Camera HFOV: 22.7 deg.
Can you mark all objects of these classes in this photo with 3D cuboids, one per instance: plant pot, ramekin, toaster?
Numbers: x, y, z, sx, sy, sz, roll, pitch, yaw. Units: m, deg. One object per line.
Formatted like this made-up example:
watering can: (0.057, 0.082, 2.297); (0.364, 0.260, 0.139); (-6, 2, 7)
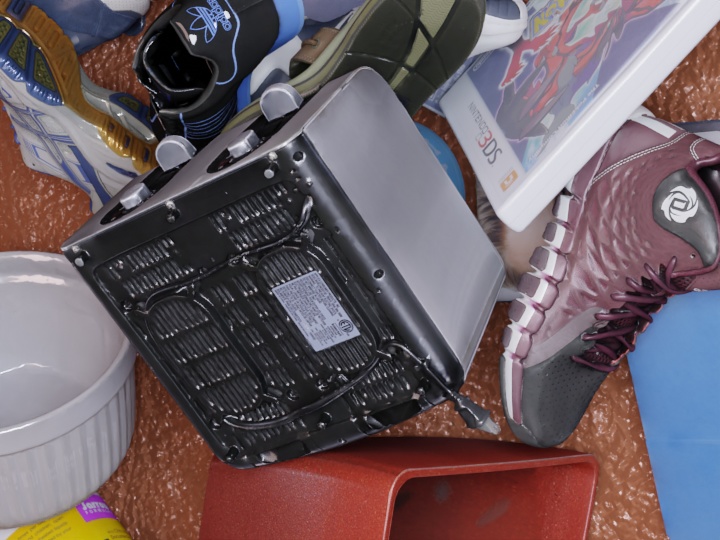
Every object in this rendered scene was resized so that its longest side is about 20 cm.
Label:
plant pot: (0.004, 0.191, 1.090); (0.175, 0.199, 0.202); (14, 97, 40)
ramekin: (-0.248, 0.087, 1.239); (0.199, 0.200, 0.106); (21, 133, 30)
toaster: (-0.032, 0.006, 0.991); (0.180, 0.119, 0.201); (-22, 112, 35)

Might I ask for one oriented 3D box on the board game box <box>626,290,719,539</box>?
board game box: (0.236, 0.090, 1.012); (0.157, 0.039, 0.202); (-5, 104, 43)

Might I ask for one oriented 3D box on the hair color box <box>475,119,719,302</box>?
hair color box: (0.167, -0.033, 1.054); (0.199, 0.060, 0.101); (-3, 88, 33)

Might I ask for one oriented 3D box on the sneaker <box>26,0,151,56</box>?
sneaker: (-0.207, -0.255, 1.285); (0.146, 0.080, 0.201); (-32, 71, 20)

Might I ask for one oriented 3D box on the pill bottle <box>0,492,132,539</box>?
pill bottle: (-0.203, 0.220, 1.262); (0.200, 0.104, 0.104); (49, 114, 22)

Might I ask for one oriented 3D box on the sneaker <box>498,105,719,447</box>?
sneaker: (0.151, 0.015, 0.977); (0.115, 0.075, 0.202); (22, 102, 39)

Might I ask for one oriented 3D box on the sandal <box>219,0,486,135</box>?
sandal: (-0.002, -0.110, 1.016); (0.201, 0.080, 0.058); (-38, 34, 34)

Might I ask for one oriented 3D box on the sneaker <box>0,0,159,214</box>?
sneaker: (-0.223, -0.111, 1.245); (0.200, 0.075, 0.088); (44, 127, -17)

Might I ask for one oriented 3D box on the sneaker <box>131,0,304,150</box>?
sneaker: (-0.101, -0.114, 1.045); (0.070, 0.078, 0.200); (56, 151, 8)

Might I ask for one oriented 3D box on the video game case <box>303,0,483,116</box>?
video game case: (0.024, -0.224, 1.119); (0.181, 0.023, 0.201); (28, 107, 7)

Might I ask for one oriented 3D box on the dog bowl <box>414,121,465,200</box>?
dog bowl: (0.000, 0.000, 1.166); (0.111, 0.049, 0.202); (15, 98, 31)

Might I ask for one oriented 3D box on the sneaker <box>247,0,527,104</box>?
sneaker: (0.014, -0.096, 1.089); (0.197, 0.079, 0.131); (-8, 102, 16)

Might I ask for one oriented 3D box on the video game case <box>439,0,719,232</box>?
video game case: (0.130, -0.133, 1.013); (0.200, 0.023, 0.182); (-47, 23, 13)
